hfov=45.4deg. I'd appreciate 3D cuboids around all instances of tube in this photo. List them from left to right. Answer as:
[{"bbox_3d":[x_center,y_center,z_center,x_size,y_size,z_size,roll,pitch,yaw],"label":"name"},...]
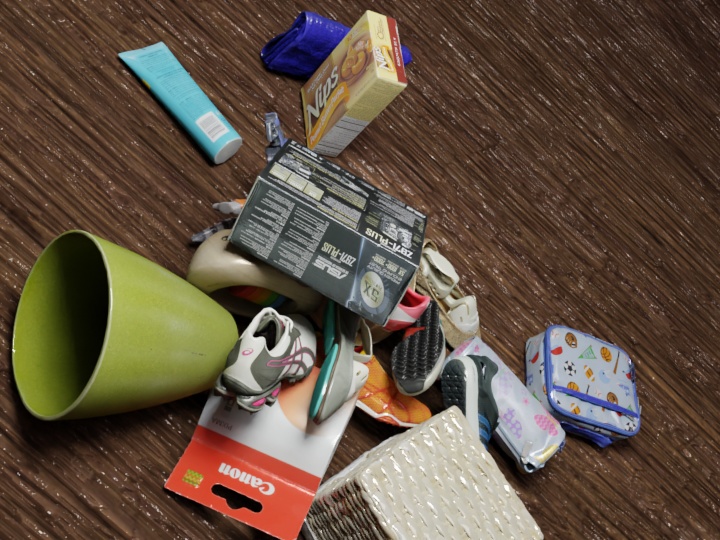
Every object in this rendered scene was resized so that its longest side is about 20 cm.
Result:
[{"bbox_3d":[-0.244,-0.238,1.191,0.200,0.050,0.077,50,42,8],"label":"tube"}]

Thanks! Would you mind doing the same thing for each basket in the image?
[{"bbox_3d":[0.066,0.291,0.993,0.197,0.161,0.201,-25,76,-42],"label":"basket"}]

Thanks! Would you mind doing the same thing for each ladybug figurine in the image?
[{"bbox_3d":[-0.122,0.005,1.029,0.200,0.134,0.073,31,51,-53],"label":"ladybug figurine"}]

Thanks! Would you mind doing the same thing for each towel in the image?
[{"bbox_3d":[-0.038,-0.326,1.332,0.198,0.147,0.050,9,75,-32],"label":"towel"}]

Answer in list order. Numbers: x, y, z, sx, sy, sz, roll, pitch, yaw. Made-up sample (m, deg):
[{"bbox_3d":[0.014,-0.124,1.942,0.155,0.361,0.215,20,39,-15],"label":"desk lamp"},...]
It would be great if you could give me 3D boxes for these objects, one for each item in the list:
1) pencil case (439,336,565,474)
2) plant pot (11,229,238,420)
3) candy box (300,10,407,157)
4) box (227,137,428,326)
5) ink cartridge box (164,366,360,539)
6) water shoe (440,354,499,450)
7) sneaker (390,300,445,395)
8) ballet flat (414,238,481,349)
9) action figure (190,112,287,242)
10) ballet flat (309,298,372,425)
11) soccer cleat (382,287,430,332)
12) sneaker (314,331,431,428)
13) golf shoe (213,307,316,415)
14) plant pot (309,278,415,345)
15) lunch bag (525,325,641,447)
[{"bbox_3d":[0.193,0.188,1.204,0.200,0.083,0.091,49,50,1],"label":"pencil case"},{"bbox_3d":[-0.234,0.072,0.922,0.199,0.186,0.189,16,52,-47],"label":"plant pot"},{"bbox_3d":[-0.015,-0.268,1.262,0.055,0.200,0.117,8,62,-31],"label":"candy box"},{"bbox_3d":[-0.030,-0.049,0.989,0.198,0.087,0.164,29,24,-5],"label":"box"},{"bbox_3d":[-0.107,0.184,0.976,0.160,0.050,0.201,22,44,6],"label":"ink cartridge box"},{"bbox_3d":[0.153,0.212,1.122,0.078,0.071,0.203,-2,93,-35],"label":"water shoe"},{"bbox_3d":[0.086,0.121,1.129,0.200,0.069,0.094,-79,154,-64],"label":"sneaker"},{"bbox_3d":[0.126,0.039,1.246,0.201,0.065,0.071,53,48,-8],"label":"ballet flat"},{"bbox_3d":[-0.134,-0.099,1.132,0.194,0.103,0.202,-46,129,-51],"label":"action figure"},{"bbox_3d":[-0.016,0.103,1.001,0.063,0.068,0.201,20,35,-11],"label":"ballet flat"},{"bbox_3d":[0.000,0.000,1.098,0.200,0.076,0.067,41,40,-15],"label":"soccer cleat"},{"bbox_3d":[0.014,0.143,1.096,0.199,0.073,0.078,30,87,-20],"label":"sneaker"},{"bbox_3d":[-0.090,0.082,0.965,0.076,0.089,0.200,22,23,8],"label":"golf shoe"},{"bbox_3d":[-0.009,0.001,1.172,0.198,0.027,0.203,4,82,-34],"label":"plant pot"},{"bbox_3d":[0.346,0.182,1.328,0.198,0.076,0.162,20,54,-23],"label":"lunch bag"}]
